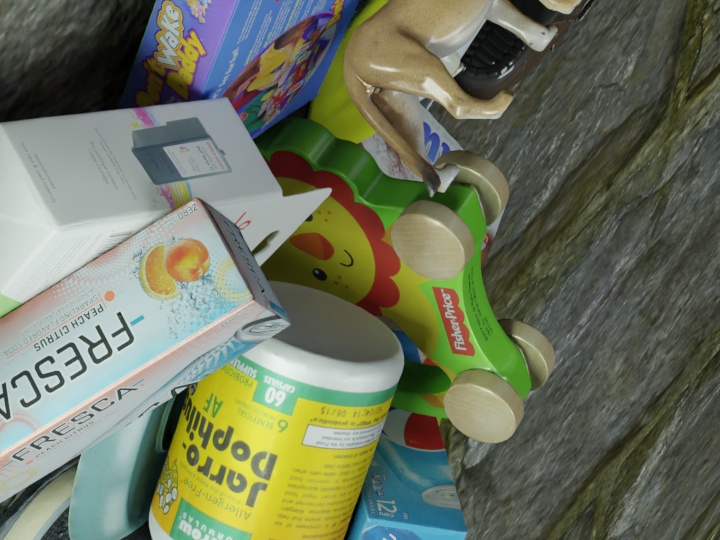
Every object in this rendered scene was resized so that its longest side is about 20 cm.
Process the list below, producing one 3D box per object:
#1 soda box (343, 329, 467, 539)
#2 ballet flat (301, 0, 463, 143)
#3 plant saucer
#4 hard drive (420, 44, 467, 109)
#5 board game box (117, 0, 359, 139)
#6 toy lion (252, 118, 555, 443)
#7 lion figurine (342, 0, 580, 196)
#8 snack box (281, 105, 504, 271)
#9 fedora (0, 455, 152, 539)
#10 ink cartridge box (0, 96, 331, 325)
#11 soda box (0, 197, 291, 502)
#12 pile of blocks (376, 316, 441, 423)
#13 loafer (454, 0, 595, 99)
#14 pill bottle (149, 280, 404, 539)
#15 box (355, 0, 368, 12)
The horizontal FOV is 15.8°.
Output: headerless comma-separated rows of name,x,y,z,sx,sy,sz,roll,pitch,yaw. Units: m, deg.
soda box,0.010,0.116,1.565,0.200,0.064,0.068,-105,-151,-55
ballet flat,0.042,-0.148,1.506,0.200,0.067,0.067,-55,142,-11
plant saucer,-0.111,0.070,1.476,0.200,0.027,0.200,23,90,-81
hard drive,0.085,-0.191,1.641,0.200,0.027,0.132,-58,180,-23
board game box,-0.055,-0.137,1.373,0.134,0.045,0.200,-37,165,-36
toy lion,0.000,0.000,1.507,0.069,0.192,0.200,-55,139,-40
lion figurine,0.041,-0.140,1.422,0.200,0.122,0.072,-56,-178,-34
snack box,0.024,-0.068,1.600,0.200,0.024,0.072,43,58,-43
fedora,-0.170,0.208,1.579,0.201,0.092,0.201,-46,154,-30
ink cartridge box,-0.123,-0.026,1.318,0.200,0.067,0.117,-10,153,-48
soda box,-0.139,0.047,1.274,0.200,0.064,0.068,-31,163,7
pile of blocks,0.033,0.078,1.728,0.082,0.062,0.200,-60,158,0
loafer,0.119,-0.190,1.756,0.200,0.073,0.071,-46,166,-20
pill bottle,-0.056,0.117,1.471,0.113,0.113,0.200,-17,131,-60
box,0.057,-0.238,1.567,0.200,0.035,0.110,-57,158,-6
